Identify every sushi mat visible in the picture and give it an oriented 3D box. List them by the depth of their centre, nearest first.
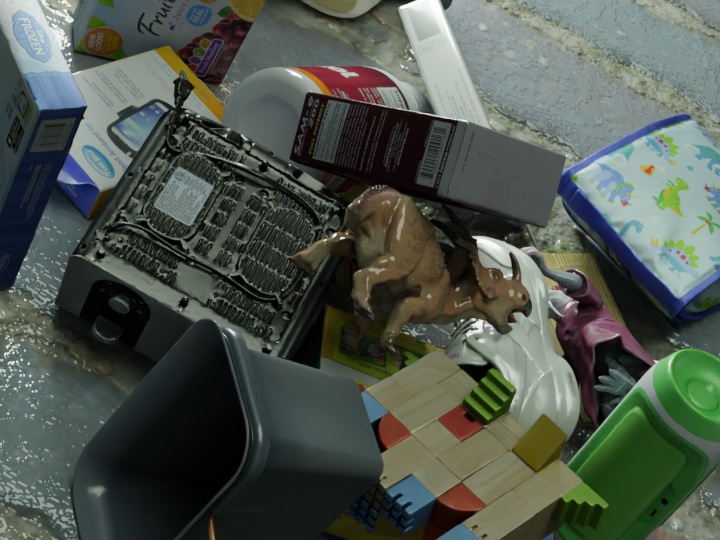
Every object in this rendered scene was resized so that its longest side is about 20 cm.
[{"bbox_3d":[0.204,0.059,1.631,0.096,0.012,0.200,5,48,-29],"label":"sushi mat"}]

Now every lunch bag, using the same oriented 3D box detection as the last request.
[{"bbox_3d":[0.286,-0.041,1.698,0.170,0.127,0.200,48,33,17],"label":"lunch bag"}]

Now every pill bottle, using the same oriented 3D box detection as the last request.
[{"bbox_3d":[-0.021,-0.121,1.573,0.113,0.113,0.200,49,28,18],"label":"pill bottle"}]

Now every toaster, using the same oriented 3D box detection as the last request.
[{"bbox_3d":[-0.115,-0.014,1.394,0.181,0.119,0.200,30,55,-5],"label":"toaster"}]

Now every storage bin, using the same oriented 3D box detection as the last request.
[{"bbox_3d":[-0.082,0.146,1.231,0.134,0.200,0.146,13,44,-36],"label":"storage bin"}]

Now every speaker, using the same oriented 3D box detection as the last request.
[{"bbox_3d":[0.218,0.149,1.406,0.088,0.200,0.088,18,43,-17],"label":"speaker"}]

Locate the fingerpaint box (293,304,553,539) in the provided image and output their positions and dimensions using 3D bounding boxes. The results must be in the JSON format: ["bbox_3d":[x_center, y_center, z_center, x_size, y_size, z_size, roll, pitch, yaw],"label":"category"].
[{"bbox_3d":[0.044,0.138,1.402,0.200,0.073,0.167,20,41,-15],"label":"fingerpaint box"}]

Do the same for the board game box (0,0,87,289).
[{"bbox_3d":[-0.282,-0.123,1.350,0.043,0.200,0.199,-7,55,-35],"label":"board game box"}]

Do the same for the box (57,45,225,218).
[{"bbox_3d":[-0.202,-0.116,1.522,0.200,0.041,0.119,-25,67,-43],"label":"box"}]

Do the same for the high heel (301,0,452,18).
[{"bbox_3d":[-0.013,-0.310,1.835,0.200,0.071,0.143,8,28,-15],"label":"high heel"}]

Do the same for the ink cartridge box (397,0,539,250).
[{"bbox_3d":[0.100,-0.128,1.671,0.045,0.176,0.200,-21,47,5],"label":"ink cartridge box"}]

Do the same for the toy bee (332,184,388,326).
[{"bbox_3d":[0.000,0.000,1.504,0.109,0.200,0.131,-6,86,-3],"label":"toy bee"}]

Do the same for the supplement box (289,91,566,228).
[{"bbox_3d":[0.048,-0.087,1.398,0.109,0.061,0.200,15,2,-38],"label":"supplement box"}]

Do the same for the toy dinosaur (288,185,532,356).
[{"bbox_3d":[0.035,-0.013,1.337,0.136,0.200,0.086,-48,43,-16],"label":"toy dinosaur"}]

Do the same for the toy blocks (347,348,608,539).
[{"bbox_3d":[0.054,0.145,1.284,0.137,0.100,0.200,-27,57,-35],"label":"toy blocks"}]

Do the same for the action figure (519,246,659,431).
[{"bbox_3d":[0.203,0.058,1.524,0.149,0.134,0.200,0,27,-14],"label":"action figure"}]

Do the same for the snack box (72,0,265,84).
[{"bbox_3d":[-0.151,-0.260,1.572,0.142,0.200,0.053,12,45,-23],"label":"snack box"}]

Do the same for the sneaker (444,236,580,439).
[{"bbox_3d":[0.103,0.047,1.417,0.100,0.075,0.200,7,45,-30],"label":"sneaker"}]
